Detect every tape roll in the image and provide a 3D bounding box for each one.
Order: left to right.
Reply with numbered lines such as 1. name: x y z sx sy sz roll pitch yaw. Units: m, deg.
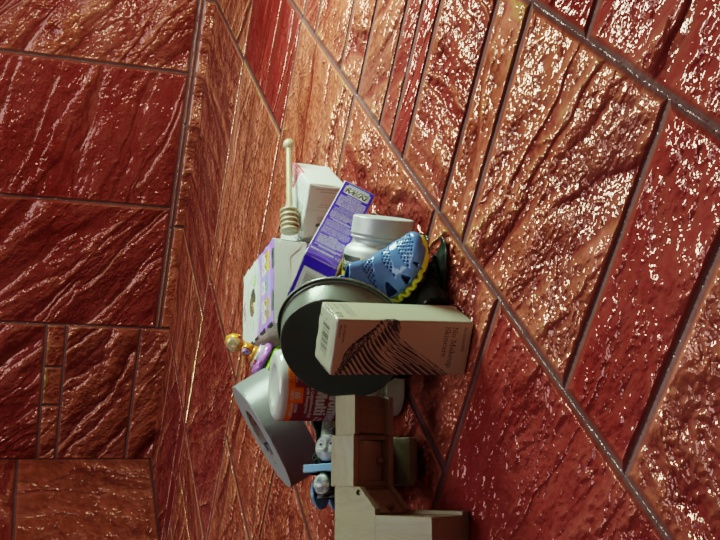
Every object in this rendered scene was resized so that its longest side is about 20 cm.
1. tape roll: -0.145 0.272 1.718 0.201 0.066 0.201 53 163 24

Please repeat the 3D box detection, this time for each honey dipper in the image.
1. honey dipper: -0.139 -0.165 1.911 0.038 0.038 0.202 130 141 -60

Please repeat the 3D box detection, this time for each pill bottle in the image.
1. pill bottle: -0.038 0.179 1.543 0.110 0.198 0.111 -177 90 -76
2. pill bottle: 0.025 0.018 1.529 0.114 0.113 0.202 -157 72 -70

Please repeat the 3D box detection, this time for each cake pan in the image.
1. cake pan: -0.027 0.102 1.410 0.037 0.199 0.201 -70 -2 -55

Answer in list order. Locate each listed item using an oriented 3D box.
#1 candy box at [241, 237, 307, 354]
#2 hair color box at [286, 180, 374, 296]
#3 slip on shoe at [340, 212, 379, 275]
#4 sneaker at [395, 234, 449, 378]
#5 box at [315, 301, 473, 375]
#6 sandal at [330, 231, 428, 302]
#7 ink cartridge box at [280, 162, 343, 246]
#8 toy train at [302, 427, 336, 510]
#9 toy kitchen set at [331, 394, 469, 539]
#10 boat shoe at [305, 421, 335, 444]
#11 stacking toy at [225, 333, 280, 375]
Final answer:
1. candy box: -0.165 0.056 1.886 0.200 0.071 0.169 137 136 -59
2. hair color box: -0.047 -0.042 1.626 0.110 0.064 0.200 -63 -1 44
3. slip on shoe: 0.000 0.000 1.701 0.076 0.060 0.201 -76 10 -84
4. sneaker: 0.082 0.055 1.448 0.105 0.060 0.201 -108 32 -47
5. box: 0.045 0.092 1.324 0.068 0.198 0.083 -139 53 -63
6. sandal: 0.013 0.014 1.413 0.200 0.087 0.080 -42 35 20
7. ink cartridge box: -0.097 -0.093 1.957 0.146 0.084 0.202 -127 46 -62
8. toy train: -0.012 0.301 1.496 0.086 0.200 0.115 -12 71 27
9. toy kitchen set: 0.079 0.275 1.379 0.180 0.163 0.202 -11 75 42
10. boat shoe: -0.068 0.290 1.831 0.203 0.064 0.075 -107 27 -45
11. stacking toy: -0.159 0.170 1.820 0.116 0.199 0.110 -56 8 32
